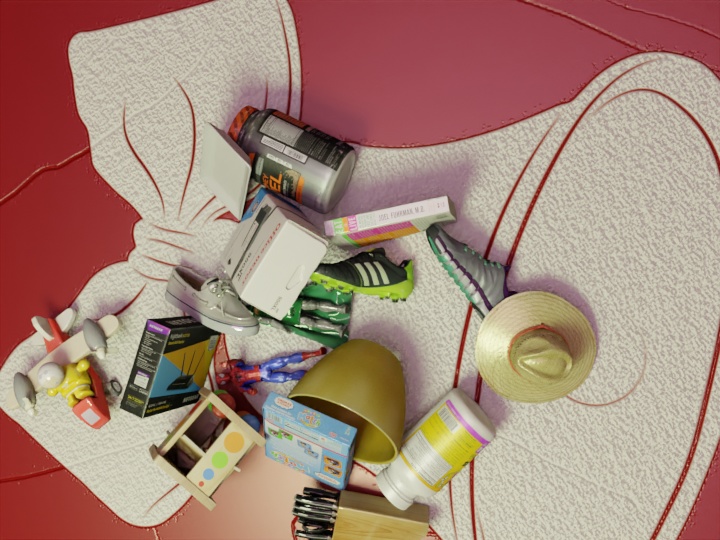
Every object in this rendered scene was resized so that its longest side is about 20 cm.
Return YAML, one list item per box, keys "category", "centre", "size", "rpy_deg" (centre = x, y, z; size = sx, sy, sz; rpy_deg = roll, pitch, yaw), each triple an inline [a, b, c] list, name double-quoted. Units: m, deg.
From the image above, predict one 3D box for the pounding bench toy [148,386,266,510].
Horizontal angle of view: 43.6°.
- category: "pounding bench toy"
  centre: [-0.257, 0.283, 1.515]
  size: [0.124, 0.200, 0.156]
  rpy_deg: [43, 76, -11]

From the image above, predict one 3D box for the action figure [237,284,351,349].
- category: "action figure"
  centre: [-0.116, 0.067, 1.528]
  size: [0.197, 0.055, 0.120]
  rpy_deg: [9, 96, 14]

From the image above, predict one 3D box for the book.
- category: "book"
  centre: [0.052, -0.078, 1.448]
  size: [0.197, 0.134, 0.049]
  rpy_deg: [-11, 85, 10]

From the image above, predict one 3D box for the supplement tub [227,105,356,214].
- category: "supplement tub"
  centre: [-0.117, -0.187, 1.483]
  size: [0.198, 0.122, 0.124]
  rpy_deg: [26, 96, 10]

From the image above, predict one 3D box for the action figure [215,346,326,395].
- category: "action figure"
  centre: [-0.159, 0.172, 1.517]
  size: [0.197, 0.099, 0.066]
  rpy_deg: [-10, 88, 13]

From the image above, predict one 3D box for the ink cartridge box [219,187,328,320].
- category: "ink cartridge box"
  centre: [-0.143, -0.032, 1.449]
  size: [0.084, 0.200, 0.146]
  rpy_deg: [29, 98, -26]

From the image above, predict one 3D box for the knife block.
- category: "knife block"
  centre: [-0.008, 0.401, 1.489]
  size: [0.199, 0.064, 0.177]
  rpy_deg: [-34, 99, 10]

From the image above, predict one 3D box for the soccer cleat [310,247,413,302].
- category: "soccer cleat"
  centre: [0.000, 0.000, 1.460]
  size: [0.198, 0.067, 0.082]
  rpy_deg: [10, 79, -30]

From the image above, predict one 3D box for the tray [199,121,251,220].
- category: "tray"
  centre: [-0.219, -0.164, 1.483]
  size: [0.022, 0.200, 0.107]
  rpy_deg: [-40, 82, -23]

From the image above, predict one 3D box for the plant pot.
- category: "plant pot"
  centre: [-0.004, 0.198, 1.452]
  size: [0.198, 0.201, 0.143]
  rpy_deg: [23, 60, 9]

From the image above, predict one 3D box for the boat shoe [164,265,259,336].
- category: "boat shoe"
  centre: [-0.245, 0.039, 1.517]
  size: [0.200, 0.074, 0.087]
  rpy_deg: [25, 112, 32]

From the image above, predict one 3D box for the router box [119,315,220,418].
- category: "router box"
  centre: [-0.308, 0.154, 1.488]
  size: [0.050, 0.200, 0.151]
  rpy_deg: [19, 95, 15]

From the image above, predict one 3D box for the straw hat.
- category: "straw hat"
  centre: [0.283, 0.135, 1.407]
  size: [0.198, 0.085, 0.204]
  rpy_deg: [0, 104, -2]

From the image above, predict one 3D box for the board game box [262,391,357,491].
- category: "board game box"
  centre: [-0.084, 0.281, 1.462]
  size: [0.149, 0.201, 0.037]
  rpy_deg: [22, 57, 9]

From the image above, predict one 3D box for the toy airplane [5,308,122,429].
- category: "toy airplane"
  centre: [-0.515, 0.162, 1.558]
  size: [0.196, 0.141, 0.203]
  rpy_deg: [11, 94, 11]

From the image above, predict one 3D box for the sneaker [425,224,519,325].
- category: "sneaker"
  centre: [0.188, -0.007, 1.458]
  size: [0.087, 0.074, 0.201]
  rpy_deg: [-37, 101, -1]

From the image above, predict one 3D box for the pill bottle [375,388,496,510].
- category: "pill bottle"
  centre: [0.118, 0.294, 1.461]
  size: [0.200, 0.104, 0.104]
  rpy_deg: [-45, 84, 9]
